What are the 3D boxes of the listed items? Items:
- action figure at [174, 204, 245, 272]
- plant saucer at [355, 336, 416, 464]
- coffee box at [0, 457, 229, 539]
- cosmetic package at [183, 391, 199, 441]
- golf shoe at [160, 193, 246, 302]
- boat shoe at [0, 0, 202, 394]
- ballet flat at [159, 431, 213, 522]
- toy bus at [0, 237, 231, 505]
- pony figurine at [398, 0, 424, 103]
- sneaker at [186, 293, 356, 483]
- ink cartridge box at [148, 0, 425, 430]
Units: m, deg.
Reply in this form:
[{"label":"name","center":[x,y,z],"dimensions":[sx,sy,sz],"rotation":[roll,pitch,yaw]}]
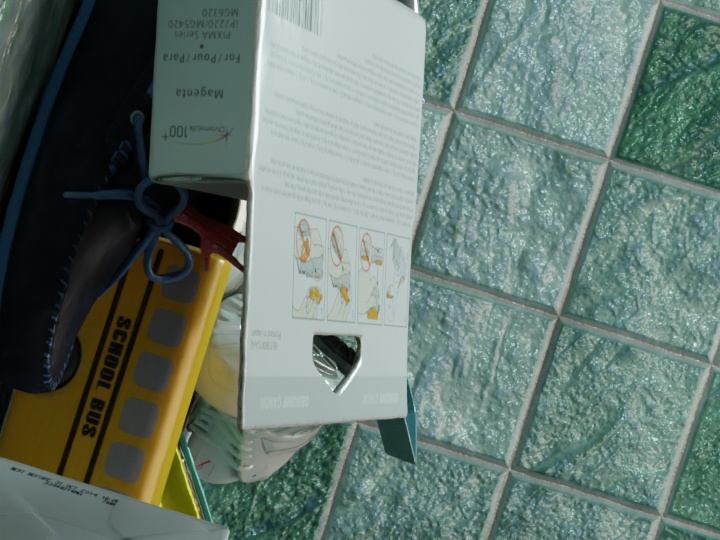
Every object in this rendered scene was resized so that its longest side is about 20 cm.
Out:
[{"label":"action figure","center":[-0.061,-0.073,0.817],"dimensions":[0.201,0.099,0.065],"rotation":[-62,180,-8]},{"label":"plant saucer","center":[0.000,0.000,1.020],"dimensions":[0.070,0.019,0.201],"rotation":[-84,160,-70]},{"label":"coffee box","center":[-0.136,0.189,0.784],"dimensions":[0.080,0.114,0.201],"rotation":[-75,-178,-73]},{"label":"cosmetic package","center":[-0.111,0.062,1.098],"dimensions":[0.151,0.051,0.201],"rotation":[103,4,-56]},{"label":"golf shoe","center":[-0.067,-0.082,0.952],"dimensions":[0.097,0.078,0.202],"rotation":[55,38,-88]},{"label":"boat shoe","center":[-0.086,-0.048,0.735],"dimensions":[0.084,0.068,0.201],"rotation":[112,-6,-76]},{"label":"ballet flat","center":[-0.118,0.061,0.938],"dimensions":[0.067,0.067,0.201],"rotation":[-162,-121,-70]},{"label":"toy bus","center":[-0.123,0.080,0.864],"dimensions":[0.065,0.078,0.201],"rotation":[-164,-89,-89]},{"label":"pony figurine","center":[0.005,-0.174,0.928],"dimensions":[0.166,0.192,0.201],"rotation":[-2,-108,60]},{"label":"sneaker","center":[-0.053,0.072,0.998],"dimensions":[0.099,0.078,0.200],"rotation":[-48,167,5]},{"label":"ink cartridge box","center":[-0.024,-0.029,0.757],"dimensions":[0.200,0.043,0.175],"rotation":[9,84,-71]}]
